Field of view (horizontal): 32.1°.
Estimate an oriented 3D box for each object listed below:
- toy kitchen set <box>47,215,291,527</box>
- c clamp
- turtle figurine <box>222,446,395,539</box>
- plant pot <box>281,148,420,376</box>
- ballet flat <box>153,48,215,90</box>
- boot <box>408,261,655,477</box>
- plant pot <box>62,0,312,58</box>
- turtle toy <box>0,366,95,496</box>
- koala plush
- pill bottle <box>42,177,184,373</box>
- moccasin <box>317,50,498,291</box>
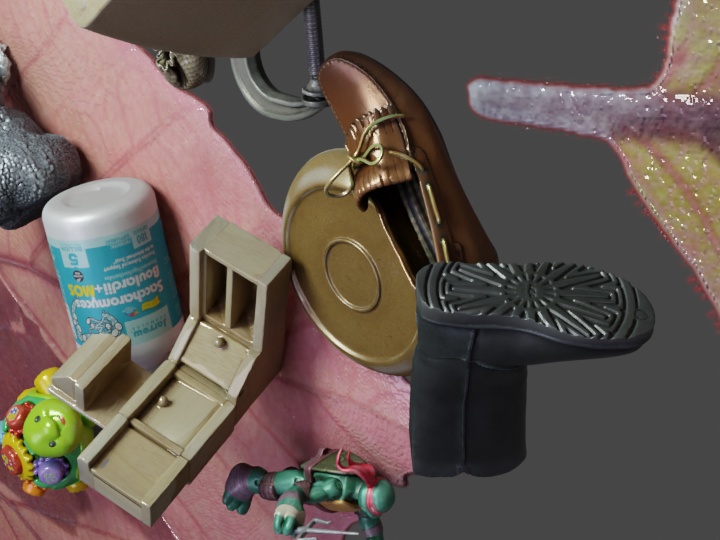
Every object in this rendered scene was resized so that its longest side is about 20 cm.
[{"bbox_3d":[-0.185,0.068,1.083,0.162,0.200,0.181,29,144,14],"label":"toy kitchen set"},{"bbox_3d":[-0.055,-0.201,0.959,0.170,0.027,0.201,26,129,36],"label":"c clamp"},{"bbox_3d":[-0.028,0.211,1.128,0.149,0.101,0.199,34,159,-36],"label":"turtle figurine"},{"bbox_3d":[0.000,0.000,1.021,0.199,0.027,0.201,26,129,36],"label":"plant pot"},{"bbox_3d":[-0.149,-0.239,1.019,0.067,0.046,0.201,46,142,42],"label":"ballet flat"},{"bbox_3d":[0.115,0.084,0.901,0.163,0.066,0.201,9,135,9],"label":"boot"},{"bbox_3d":[-0.126,-0.265,0.847,0.200,0.177,0.201,-33,85,41],"label":"plant pot"},{"bbox_3d":[-0.375,0.201,1.503,0.146,0.101,0.200,57,142,5],"label":"turtle toy"},{"bbox_3d":[-0.395,-0.143,1.277,0.183,0.177,0.201,-24,93,40],"label":"koala plush"},{"bbox_3d":[-0.236,0.018,1.230,0.110,0.110,0.201,13,122,43],"label":"pill bottle"},{"bbox_3d":[0.023,-0.067,0.911,0.073,0.077,0.203,-25,90,51],"label":"moccasin"}]
